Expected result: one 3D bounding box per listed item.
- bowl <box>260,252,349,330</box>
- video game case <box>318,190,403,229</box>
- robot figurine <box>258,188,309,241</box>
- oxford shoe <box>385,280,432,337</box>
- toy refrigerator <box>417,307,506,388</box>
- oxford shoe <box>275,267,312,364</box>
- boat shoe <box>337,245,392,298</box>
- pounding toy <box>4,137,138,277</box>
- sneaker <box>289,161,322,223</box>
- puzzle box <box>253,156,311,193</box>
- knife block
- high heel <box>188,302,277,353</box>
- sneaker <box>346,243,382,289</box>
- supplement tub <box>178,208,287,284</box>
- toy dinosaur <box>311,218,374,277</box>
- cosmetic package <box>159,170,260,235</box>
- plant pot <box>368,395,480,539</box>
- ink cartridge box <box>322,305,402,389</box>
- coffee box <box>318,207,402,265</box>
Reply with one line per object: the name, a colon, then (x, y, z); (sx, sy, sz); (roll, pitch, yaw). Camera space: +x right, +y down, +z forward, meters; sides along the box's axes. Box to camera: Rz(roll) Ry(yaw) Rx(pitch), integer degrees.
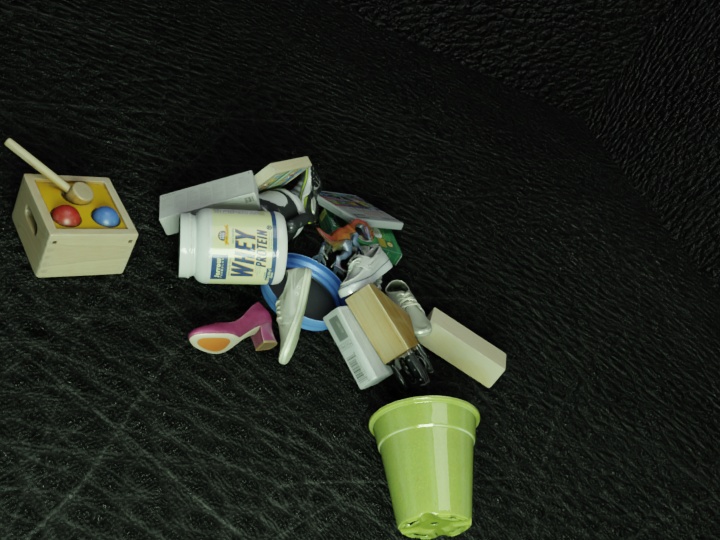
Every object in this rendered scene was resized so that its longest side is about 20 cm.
bowl: (-0.119, 0.046, 1.515); (0.200, 0.039, 0.201); (24, 33, -17)
video game case: (-0.015, -0.153, 1.816); (0.182, 0.023, 0.200); (34, 20, 33)
robot figurine: (-0.205, -0.110, 1.562); (0.150, 0.125, 0.200); (45, 34, 9)
oxford shoe: (0.100, 0.082, 1.587); (0.075, 0.058, 0.200); (-6, 29, -16)
toy refrigerator: (0.227, 0.176, 1.627); (0.200, 0.070, 0.076); (33, 25, -2)
oxford shoe: (-0.138, 0.084, 1.382); (0.057, 0.075, 0.201); (11, 66, -2)
boat shoe: (0.000, 0.000, 1.529); (0.066, 0.073, 0.200); (63, 28, -6)
pounding toy: (-0.520, -0.110, 1.266); (0.184, 0.142, 0.200); (-3, 48, -44)
sneaker: (-0.145, -0.189, 1.733); (0.201, 0.081, 0.074); (-84, 156, -43)
puzzle box: (-0.215, -0.188, 1.593); (0.133, 0.200, 0.026); (-24, 86, -53)
knife block: (0.063, 0.142, 1.432); (0.200, 0.064, 0.176); (41, 24, -35)
high heel: (-0.238, 0.095, 1.310); (0.199, 0.067, 0.096); (4, 53, -46)
sneaker: (0.008, 0.013, 1.655); (0.081, 0.075, 0.200); (7, 39, -8)
supplement tub: (-0.250, -0.046, 1.393); (0.199, 0.145, 0.145); (1, 42, -16)
toy dinosaur: (-0.024, -0.070, 1.595); (0.105, 0.200, 0.182); (24, 55, 9)
cosmetic package: (-0.309, -0.139, 1.475); (0.199, 0.051, 0.083); (-15, 46, 1)
plant pot: (0.117, 0.345, 1.224); (0.199, 0.200, 0.191); (17, 49, -25)
ink cartridge box: (0.016, 0.150, 1.477); (0.163, 0.057, 0.200); (60, 16, 12)
coffee box: (-0.002, -0.085, 1.786); (0.199, 0.044, 0.123); (13, 36, -30)
